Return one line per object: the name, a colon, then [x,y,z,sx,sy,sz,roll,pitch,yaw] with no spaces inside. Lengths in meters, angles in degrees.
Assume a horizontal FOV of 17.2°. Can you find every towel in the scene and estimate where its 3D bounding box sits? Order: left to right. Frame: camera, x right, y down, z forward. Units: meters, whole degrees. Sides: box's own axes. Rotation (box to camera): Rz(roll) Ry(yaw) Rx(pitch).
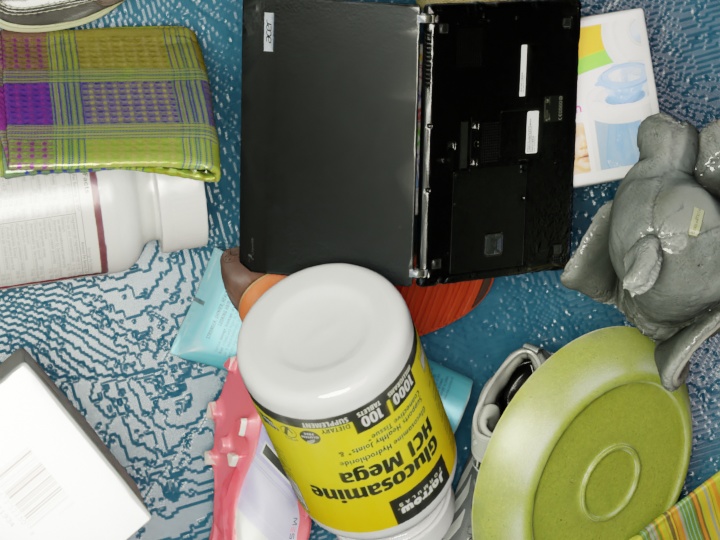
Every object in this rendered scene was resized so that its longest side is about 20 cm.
towel: [-0.165,-0.109,1.524,0.142,0.200,0.023,-1,121,-11]
towel: [0.274,0.158,1.644,0.199,0.018,0.086,-35,131,-11]

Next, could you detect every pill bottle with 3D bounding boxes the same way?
pill bottle: [-0.204,-0.047,1.551,0.198,0.110,0.111,-9,92,-8]
pill bottle: [-0.001,0.099,1.521,0.112,0.113,0.201,-29,138,-7]

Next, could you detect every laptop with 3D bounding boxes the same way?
laptop: [0.033,-0.087,1.524,0.199,0.103,0.179,-7,105,-35]

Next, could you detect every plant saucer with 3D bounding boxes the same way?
plant saucer: [0.157,0.137,1.588,0.199,0.031,0.202,-20,123,-34]

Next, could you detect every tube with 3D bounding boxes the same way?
tube: [-0.023,0.060,1.614,0.199,0.050,0.078,24,87,-3]

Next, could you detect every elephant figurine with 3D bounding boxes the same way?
elephant figurine: [0.204,0.005,1.543,0.154,0.201,0.143,1,56,-14]

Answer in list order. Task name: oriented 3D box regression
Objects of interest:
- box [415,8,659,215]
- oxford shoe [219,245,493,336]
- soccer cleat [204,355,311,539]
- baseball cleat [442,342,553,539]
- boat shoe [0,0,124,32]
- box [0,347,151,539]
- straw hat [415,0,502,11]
box: [0.092,-0.103,1.597,0.198,0.101,0.114,-11,93,-8]
oxford shoe: [0.000,0.000,1.593,0.199,0.073,0.072,-2,129,-33]
soccer cleat: [-0.063,0.141,1.596,0.076,0.067,0.202,4,98,-28]
baseball cleat: [0.087,0.146,1.598,0.069,0.106,0.202,10,83,18]
boat shoe: [-0.156,-0.216,1.572,0.199,0.066,0.072,-18,77,-11]
box: [-0.210,0.130,1.507,0.097,0.200,0.125,-40,95,-6]
straw hat: [0.074,-0.205,1.567,0.199,0.201,0.086,-3,112,-8]
